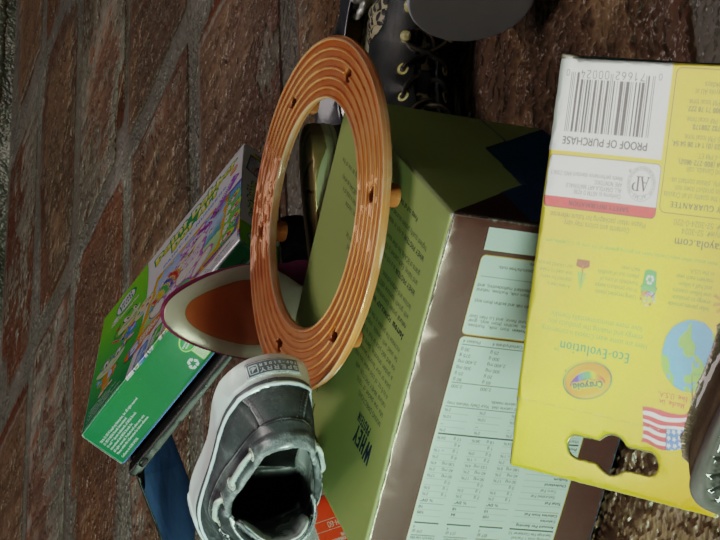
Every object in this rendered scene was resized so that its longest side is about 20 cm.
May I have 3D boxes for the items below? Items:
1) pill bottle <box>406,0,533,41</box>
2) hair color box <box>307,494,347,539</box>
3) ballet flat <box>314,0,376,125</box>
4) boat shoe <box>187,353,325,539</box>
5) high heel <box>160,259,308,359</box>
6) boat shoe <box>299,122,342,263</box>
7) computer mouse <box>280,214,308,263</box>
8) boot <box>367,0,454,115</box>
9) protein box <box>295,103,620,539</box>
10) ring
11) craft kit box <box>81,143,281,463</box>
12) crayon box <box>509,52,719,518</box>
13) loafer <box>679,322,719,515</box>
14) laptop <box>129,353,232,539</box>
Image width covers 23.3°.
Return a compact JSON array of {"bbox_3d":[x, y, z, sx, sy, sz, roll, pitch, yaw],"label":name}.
[{"bbox_3d":[0.060,-0.251,1.118,0.112,0.111,0.202,124,148,-52],"label":"pill bottle"},{"bbox_3d":[0.005,0.241,1.087,0.101,0.061,0.202,-40,66,61],"label":"hair color box"},{"bbox_3d":[0.009,-0.159,1.300,0.073,0.072,0.203,-175,94,-70],"label":"ballet flat"},{"bbox_3d":[-0.053,0.129,0.986,0.201,0.071,0.068,106,152,-52],"label":"boat shoe"},{"bbox_3d":[-0.054,0.023,1.222,0.096,0.198,0.068,-167,79,-65],"label":"high heel"},{"bbox_3d":[0.000,0.000,1.109,0.073,0.064,0.202,-104,8,-57],"label":"boat shoe"},{"bbox_3d":[-0.069,0.026,1.370,0.201,0.052,0.139,-98,25,-52],"label":"computer mouse"},{"bbox_3d":[0.042,-0.116,1.174,0.203,0.073,0.156,169,105,-73],"label":"boot"},{"bbox_3d":[0.057,0.034,0.994,0.199,0.133,0.202,-126,47,-62],"label":"protein box"},{"bbox_3d":[-0.021,-0.032,0.994,0.200,0.019,0.203,-175,90,-67],"label":"ring"},{"bbox_3d":[-0.134,0.020,1.342,0.200,0.048,0.198,-50,15,17],"label":"craft kit box"},{"bbox_3d":[0.142,0.004,0.822,0.126,0.050,0.203,11,93,45],"label":"crayon box"},{"bbox_3d":[0.189,0.009,0.734,0.202,0.072,0.071,-67,24,14],"label":"loafer"},{"bbox_3d":[-0.117,0.124,1.370,0.200,0.115,0.188,-50,18,14],"label":"laptop"}]
